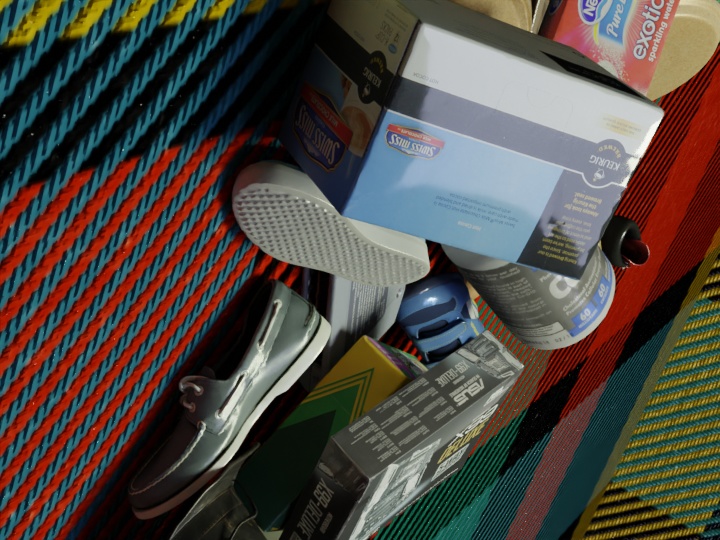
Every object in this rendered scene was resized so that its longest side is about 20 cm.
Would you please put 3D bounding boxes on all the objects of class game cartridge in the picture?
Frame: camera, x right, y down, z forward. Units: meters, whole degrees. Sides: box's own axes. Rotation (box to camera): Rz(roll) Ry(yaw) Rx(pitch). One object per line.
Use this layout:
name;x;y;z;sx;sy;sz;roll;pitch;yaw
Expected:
game cartridge;0.000;0.000;1.159;0.133;0.041;0.201;-42;153;-35

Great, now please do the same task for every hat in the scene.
hat;-0.109;0.219;1.045;0.201;0.081;0.201;-53;177;-5

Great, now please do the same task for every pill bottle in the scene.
pill bottle;0.137;-0.027;1.222;0.114;0.113;0.200;-56;134;-13

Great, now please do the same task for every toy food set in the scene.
toy food set;0.266;-0.220;1.366;0.197;0.049;0.198;-14;157;-5

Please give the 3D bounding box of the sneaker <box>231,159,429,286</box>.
sneaker;-0.025;-0.050;0.993;0.073;0.083;0.199;-23;152;25

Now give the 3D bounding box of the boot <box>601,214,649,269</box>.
boot;0.264;-0.024;1.615;0.073;0.143;0.200;-57;161;-14

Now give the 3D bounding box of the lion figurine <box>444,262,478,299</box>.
lion figurine;0.116;-0.013;1.378;0.122;0.072;0.201;-41;157;-30

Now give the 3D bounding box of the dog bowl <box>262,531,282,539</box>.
dog bowl;-0.072;0.305;1.151;0.200;0.199;0.080;-31;143;-54

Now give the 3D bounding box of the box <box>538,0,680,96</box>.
box;0.200;-0.217;1.178;0.095;0.099;0.202;-161;-88;-75

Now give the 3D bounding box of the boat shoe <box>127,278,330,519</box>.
boat shoe;-0.106;0.090;1.013;0.200;0.073;0.062;-47;114;-17

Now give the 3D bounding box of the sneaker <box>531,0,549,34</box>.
sneaker;0.122;-0.196;1.144;0.202;0.070;0.075;-67;165;19

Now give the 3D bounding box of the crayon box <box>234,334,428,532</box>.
crayon box;-0.012;0.146;1.222;0.173;0.058;0.200;-46;164;4

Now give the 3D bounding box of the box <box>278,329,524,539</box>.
box;0.034;0.152;1.160;0.199;0.050;0.158;-30;156;-40

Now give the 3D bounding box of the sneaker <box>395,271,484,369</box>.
sneaker;0.082;0.058;1.332;0.073;0.083;0.200;-20;158;15

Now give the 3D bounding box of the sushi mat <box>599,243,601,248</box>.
sushi mat;0.196;-0.102;1.321;0.012;0.095;0.203;-13;106;-22

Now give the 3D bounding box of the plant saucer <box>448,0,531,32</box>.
plant saucer;0.064;-0.154;1.026;0.199;0.035;0.202;-30;139;-30

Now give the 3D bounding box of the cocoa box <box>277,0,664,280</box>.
cocoa box;0.069;-0.096;0.926;0.198;0.134;0.132;14;111;-29
